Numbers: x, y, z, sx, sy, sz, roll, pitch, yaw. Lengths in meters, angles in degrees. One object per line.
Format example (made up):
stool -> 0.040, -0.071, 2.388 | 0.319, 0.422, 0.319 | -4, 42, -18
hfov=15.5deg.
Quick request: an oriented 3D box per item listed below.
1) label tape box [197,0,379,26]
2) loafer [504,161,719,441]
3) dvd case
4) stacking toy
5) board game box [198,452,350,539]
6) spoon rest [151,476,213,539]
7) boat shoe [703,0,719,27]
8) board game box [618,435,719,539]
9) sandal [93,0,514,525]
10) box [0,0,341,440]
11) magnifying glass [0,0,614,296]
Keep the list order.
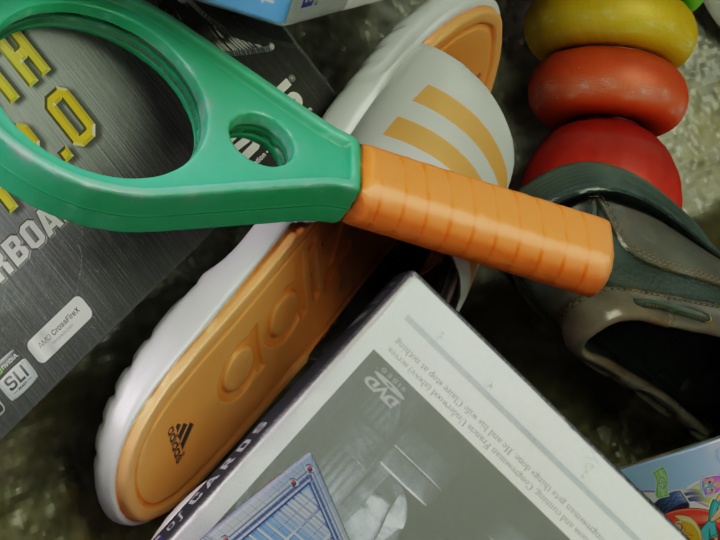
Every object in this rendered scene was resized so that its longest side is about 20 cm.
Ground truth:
label tape box -> -0.008, -0.146, 0.728 | 0.066, 0.144, 0.200 | 26, 21, 15
loafer -> 0.122, 0.034, 0.860 | 0.200, 0.072, 0.063 | 27, 32, -36
dvd case -> 0.000, 0.123, 0.736 | 0.150, 0.025, 0.200 | 44, 77, -5
stacking toy -> 0.084, -0.096, 0.894 | 0.085, 0.085, 0.201 | 14, 75, -31
board game box -> -0.030, 0.154, 0.640 | 0.200, 0.062, 0.200 | 40, 50, -6
spoon rest -> 0.016, 0.135, 0.773 | 0.200, 0.061, 0.099 | 44, 74, -18
boat shoe -> 0.202, -0.102, 0.982 | 0.199, 0.072, 0.069 | 21, 44, -22
board game box -> 0.141, 0.146, 0.818 | 0.034, 0.134, 0.201 | -10, 80, -64
sandal -> 0.000, 0.005, 0.792 | 0.059, 0.079, 0.207 | 25, 61, 23
box -> -0.119, -0.047, 0.747 | 0.159, 0.048, 0.200 | 53, 54, -11
magnifying glass -> -0.021, -0.031, 0.734 | 0.199, 0.022, 0.080 | 18, 44, -19
